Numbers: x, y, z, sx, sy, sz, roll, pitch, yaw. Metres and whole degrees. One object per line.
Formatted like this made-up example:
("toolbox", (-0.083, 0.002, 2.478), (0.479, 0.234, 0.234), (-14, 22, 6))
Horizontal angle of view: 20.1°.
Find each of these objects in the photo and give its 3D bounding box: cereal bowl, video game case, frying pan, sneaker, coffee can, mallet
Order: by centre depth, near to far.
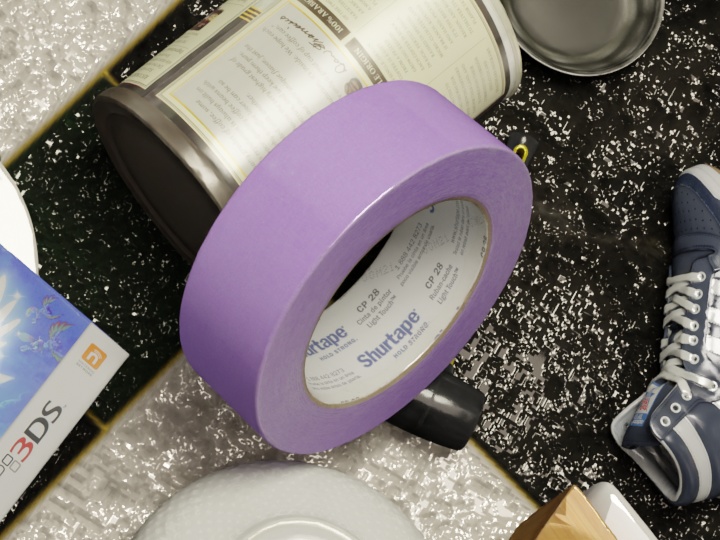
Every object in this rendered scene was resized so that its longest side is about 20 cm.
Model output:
("video game case", (-0.253, 0.051, 1.069), (0.200, 0.045, 0.182), (41, 66, -12))
("cereal bowl", (-0.038, 0.191, 1.101), (0.199, 0.083, 0.201), (6, 62, -12))
("coffee can", (-0.029, -0.097, 1.148), (0.200, 0.146, 0.147), (-40, 90, -16))
("mallet", (0.056, 0.004, 1.209), (0.065, 0.041, 0.201), (16, 72, -7))
("sneaker", (0.195, 0.042, 1.213), (0.108, 0.070, 0.201), (-14, 86, -17))
("frying pan", (0.163, -0.192, 1.269), (0.189, 0.031, 0.115), (-31, 88, -20))

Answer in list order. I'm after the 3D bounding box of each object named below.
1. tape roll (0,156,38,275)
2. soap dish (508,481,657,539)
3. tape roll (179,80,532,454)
("tape roll", (-0.278, 0.001, 1.131), (0.201, 0.037, 0.204), (2, 79, -12))
("soap dish", (0.146, 0.220, 1.112), (0.081, 0.157, 0.200), (-34, 81, -14))
("tape roll", (0.000, 0.000, 1.084), (0.200, 0.200, 0.066), (-41, 62, -16))
